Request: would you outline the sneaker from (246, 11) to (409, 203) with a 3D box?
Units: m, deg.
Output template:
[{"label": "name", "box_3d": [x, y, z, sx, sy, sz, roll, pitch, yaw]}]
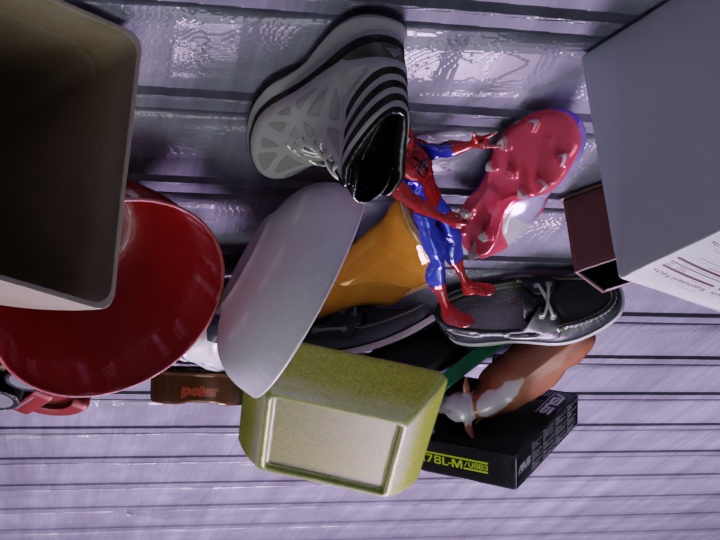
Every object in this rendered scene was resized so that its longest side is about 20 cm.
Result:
[{"label": "sneaker", "box_3d": [-0.028, -0.093, 0.932, 0.075, 0.117, 0.200, 9, 152, -28]}]

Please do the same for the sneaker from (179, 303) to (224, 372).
[{"label": "sneaker", "box_3d": [-0.133, 0.069, 1.253, 0.070, 0.074, 0.200, 3, 180, 16]}]

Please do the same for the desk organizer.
[{"label": "desk organizer", "box_3d": [0.288, -0.052, 1.130, 0.199, 0.078, 0.072, -20, 152, 28]}]

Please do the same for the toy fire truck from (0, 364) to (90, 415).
[{"label": "toy fire truck", "box_3d": [-0.268, 0.085, 1.287, 0.199, 0.130, 0.175, 27, 142, -33]}]

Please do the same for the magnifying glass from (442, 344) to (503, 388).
[{"label": "magnifying glass", "box_3d": [0.143, 0.086, 1.382, 0.200, 0.022, 0.079, -42, 172, 20]}]

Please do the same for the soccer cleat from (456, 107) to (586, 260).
[{"label": "soccer cleat", "box_3d": [0.143, -0.080, 1.078, 0.076, 0.067, 0.200, -29, 163, -35]}]

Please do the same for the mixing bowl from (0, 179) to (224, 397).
[{"label": "mixing bowl", "box_3d": [-0.225, -0.004, 1.049, 0.198, 0.109, 0.202, -18, 132, -20]}]

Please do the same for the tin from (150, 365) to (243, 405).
[{"label": "tin", "box_3d": [-0.178, 0.126, 1.376, 0.111, 0.042, 0.200, 6, 177, -8]}]

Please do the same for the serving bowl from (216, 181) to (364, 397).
[{"label": "serving bowl", "box_3d": [-0.072, 0.006, 1.072, 0.065, 0.201, 0.200, 29, 146, -10]}]

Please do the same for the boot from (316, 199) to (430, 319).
[{"label": "boot", "box_3d": [0.000, 0.000, 1.175, 0.143, 0.071, 0.201, -18, 162, 2]}]

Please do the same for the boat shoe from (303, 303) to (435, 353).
[{"label": "boat shoe", "box_3d": [-0.018, 0.057, 1.311, 0.198, 0.062, 0.073, -15, -178, 25]}]

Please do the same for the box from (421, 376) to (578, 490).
[{"label": "box", "box_3d": [0.130, 0.180, 1.447, 0.191, 0.048, 0.200, 5, -163, 30]}]

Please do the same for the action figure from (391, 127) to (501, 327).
[{"label": "action figure", "box_3d": [0.082, -0.044, 1.044, 0.098, 0.065, 0.201, 2, 133, 40]}]

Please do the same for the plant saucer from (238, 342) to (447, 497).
[{"label": "plant saucer", "box_3d": [-0.027, 0.159, 1.251, 0.198, 0.048, 0.201, 12, 139, 1]}]

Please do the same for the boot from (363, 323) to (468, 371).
[{"label": "boot", "box_3d": [0.012, 0.123, 1.364, 0.164, 0.066, 0.200, -37, 173, 32]}]

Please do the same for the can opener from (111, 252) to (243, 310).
[{"label": "can opener", "box_3d": [-0.153, 0.009, 1.194, 0.198, 0.079, 0.064, -3, 149, -29]}]

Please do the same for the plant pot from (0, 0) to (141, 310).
[{"label": "plant pot", "box_3d": [-0.288, -0.078, 0.840, 0.176, 0.202, 0.199, -13, 156, 42]}]

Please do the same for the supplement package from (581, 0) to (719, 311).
[{"label": "supplement package", "box_3d": [0.291, -0.099, 0.893, 0.146, 0.193, 0.199, 16, 148, -37]}]

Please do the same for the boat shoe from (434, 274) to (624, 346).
[{"label": "boat shoe", "box_3d": [0.176, 0.042, 1.311, 0.198, 0.076, 0.060, -14, 160, 17]}]

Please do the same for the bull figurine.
[{"label": "bull figurine", "box_3d": [0.177, 0.111, 1.389, 0.199, 0.065, 0.121, -33, -178, 11]}]
